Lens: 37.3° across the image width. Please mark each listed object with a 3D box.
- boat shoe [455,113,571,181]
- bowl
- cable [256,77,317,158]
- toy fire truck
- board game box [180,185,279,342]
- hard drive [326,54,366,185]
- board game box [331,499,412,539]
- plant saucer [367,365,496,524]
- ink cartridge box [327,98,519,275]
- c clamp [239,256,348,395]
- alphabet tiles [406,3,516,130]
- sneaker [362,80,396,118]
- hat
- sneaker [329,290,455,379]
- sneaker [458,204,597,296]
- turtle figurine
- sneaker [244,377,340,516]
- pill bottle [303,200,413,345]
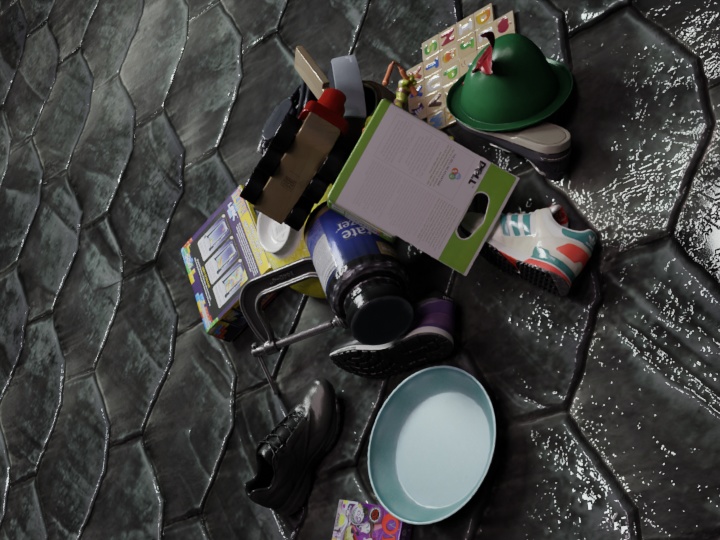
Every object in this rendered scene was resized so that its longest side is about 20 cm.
[{"bbox_3d":[0.194,-0.170,1.396,0.072,0.063,0.200,-30,38,-25],"label":"boat shoe"},{"bbox_3d":[-0.088,-0.062,1.570,0.199,0.107,0.202,-6,82,47],"label":"bowl"},{"bbox_3d":[-0.100,-0.205,1.606,0.050,0.163,0.201,21,65,9],"label":"cable"},{"bbox_3d":[-0.079,-0.187,1.440,0.176,0.128,0.201,-52,11,48],"label":"toy fire truck"},{"bbox_3d":[-0.204,-0.013,1.738,0.165,0.057,0.201,-43,46,20],"label":"board game box"},{"bbox_3d":[-0.032,-0.220,1.543,0.201,0.042,0.136,-98,23,-54],"label":"hard drive"},{"bbox_3d":[0.003,0.400,1.361,0.119,0.032,0.202,-3,70,40],"label":"board game box"},{"bbox_3d":[0.095,0.220,1.336,0.199,0.036,0.201,-22,54,34],"label":"plant saucer"},{"bbox_3d":[0.076,-0.100,1.356,0.149,0.199,0.076,-60,0,-5],"label":"ink cartridge box"},{"bbox_3d":[-0.091,0.071,1.556,0.199,0.172,0.027,-27,9,26],"label":"c clamp"},{"bbox_3d":[0.145,-0.291,1.548,0.199,0.006,0.168,-23,56,37],"label":"alphabet tiles"},{"bbox_3d":[0.005,-0.187,1.591,0.070,0.075,0.202,-12,63,41],"label":"sneaker"},{"bbox_3d":[0.177,-0.289,1.344,0.165,0.177,0.200,-33,41,-13],"label":"hat"},{"bbox_3d":[0.048,0.084,1.441,0.199,0.076,0.088,-17,46,36],"label":"sneaker"},{"bbox_3d":[0.211,-0.043,1.335,0.094,0.070,0.199,-49,39,-8],"label":"sneaker"},{"bbox_3d":[0.053,-0.170,1.470,0.064,0.161,0.202,-2,71,44],"label":"turtle figurine"},{"bbox_3d":[-0.095,0.241,1.485,0.076,0.090,0.201,16,82,49],"label":"sneaker"},{"bbox_3d":[0.000,0.000,1.410,0.112,0.111,0.201,-46,41,20],"label":"pill bottle"}]
